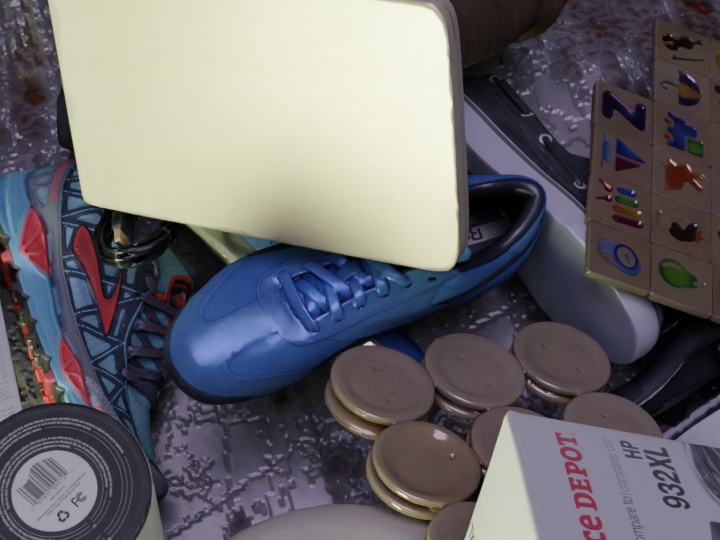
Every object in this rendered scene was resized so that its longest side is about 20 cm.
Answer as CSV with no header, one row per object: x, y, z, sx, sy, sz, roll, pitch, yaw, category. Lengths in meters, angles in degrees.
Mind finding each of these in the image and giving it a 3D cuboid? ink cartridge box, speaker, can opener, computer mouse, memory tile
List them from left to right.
-0.125,0.135,0.814,0.081,0.200,0.081,0,62,-1,speaker
-0.123,-0.064,0.930,0.058,0.034,0.200,-7,33,-11,computer mouse
0.083,0.100,0.809,0.153,0.017,0.200,-7,45,-29,memory tile
0.141,0.077,0.915,0.200,0.079,0.063,-38,99,-7,can opener
0.147,0.137,0.687,0.199,0.084,0.145,10,26,-8,ink cartridge box

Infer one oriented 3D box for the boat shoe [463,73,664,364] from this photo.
0.102,-0.035,0.944,0.066,0.070,0.200,-24,50,-22,boat shoe

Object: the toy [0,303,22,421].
-0.227,0.041,0.910,0.115,0.047,0.200,-24,49,1,toy

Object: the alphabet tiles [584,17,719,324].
0.194,-0.047,0.939,0.167,0.008,0.200,19,48,-11,alphabet tiles

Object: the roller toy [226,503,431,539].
-0.005,0.208,0.815,0.182,0.140,0.200,-13,59,1,roller toy

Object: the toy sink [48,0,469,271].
-0.026,-0.096,0.835,0.199,0.131,0.112,10,35,25,toy sink

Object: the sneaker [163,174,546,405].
0.000,0.000,0.855,0.200,0.078,0.066,-23,79,-24,sneaker

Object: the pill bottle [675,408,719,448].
0.226,0.154,0.845,0.119,0.120,0.200,-26,70,-10,pill bottle

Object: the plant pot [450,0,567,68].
0.005,-0.157,0.934,0.200,0.201,0.093,24,73,10,plant pot

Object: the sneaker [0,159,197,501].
-0.125,0.024,0.925,0.095,0.079,0.200,-19,69,-9,sneaker

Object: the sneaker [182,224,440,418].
-0.007,-0.021,0.941,0.200,0.077,0.111,41,83,22,sneaker
